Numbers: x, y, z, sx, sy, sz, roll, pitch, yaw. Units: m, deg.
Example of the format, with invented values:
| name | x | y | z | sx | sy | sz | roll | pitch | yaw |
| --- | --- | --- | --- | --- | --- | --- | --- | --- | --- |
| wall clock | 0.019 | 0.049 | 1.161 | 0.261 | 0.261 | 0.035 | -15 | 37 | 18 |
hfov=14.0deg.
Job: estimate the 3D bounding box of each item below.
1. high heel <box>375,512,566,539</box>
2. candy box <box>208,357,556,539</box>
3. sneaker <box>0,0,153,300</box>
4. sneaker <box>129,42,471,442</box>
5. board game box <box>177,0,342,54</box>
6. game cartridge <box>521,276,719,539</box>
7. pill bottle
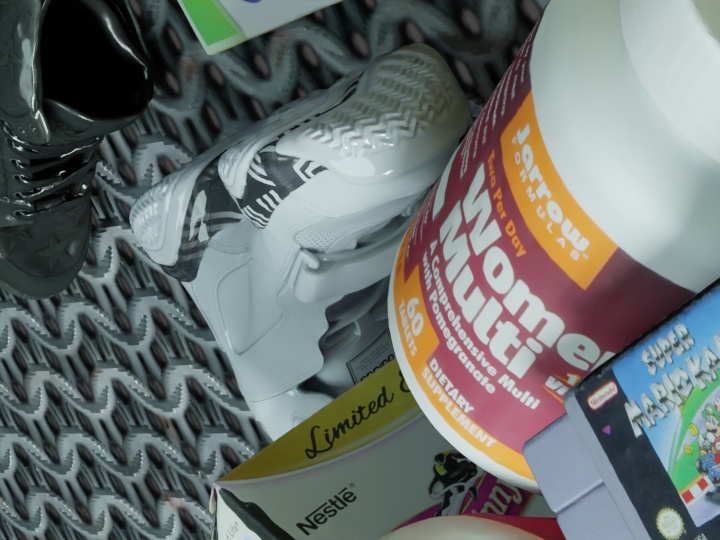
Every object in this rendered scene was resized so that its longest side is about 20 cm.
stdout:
| name | x | y | z | sx | sy | sz | roll | pitch | yaw |
| --- | --- | --- | --- | --- | --- | --- | --- | --- | --- |
| high heel | 0.077 | 0.095 | 0.822 | 0.096 | 0.200 | 0.067 | 24 | -131 | -65 |
| candy box | 0.069 | 0.105 | 0.883 | 0.200 | 0.136 | 0.061 | 38 | 145 | 28 |
| sneaker | -0.116 | -0.062 | 1.065 | 0.104 | 0.060 | 0.200 | 29 | 137 | 46 |
| sneaker | 0.000 | 0.000 | 0.947 | 0.115 | 0.075 | 0.200 | 59 | 155 | -5 |
| board game box | -0.024 | -0.128 | 0.904 | 0.200 | 0.030 | 0.096 | -13 | 107 | 61 |
| game cartridge | 0.117 | 0.055 | 0.662 | 0.130 | 0.038 | 0.200 | 59 | 145 | 8 |
| pill bottle | 0.085 | -0.025 | 0.758 | 0.110 | 0.110 | 0.200 | 50 | 150 | 11 |
